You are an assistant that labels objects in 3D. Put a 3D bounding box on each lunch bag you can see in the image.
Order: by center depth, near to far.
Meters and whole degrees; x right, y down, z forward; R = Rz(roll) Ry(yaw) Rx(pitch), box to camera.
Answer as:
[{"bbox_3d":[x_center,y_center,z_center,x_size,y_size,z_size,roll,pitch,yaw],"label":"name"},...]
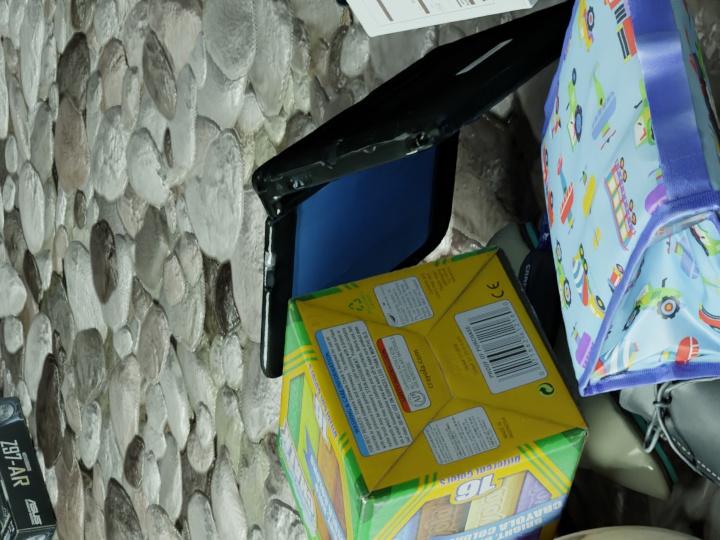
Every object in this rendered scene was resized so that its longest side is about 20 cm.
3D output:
[{"bbox_3d":[0.130,-0.054,0.855,0.200,0.093,0.152,72,-169,-63],"label":"lunch bag"}]

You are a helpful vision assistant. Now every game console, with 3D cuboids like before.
[{"bbox_3d":[0.040,-0.046,1.012,0.175,0.200,0.117,-15,106,40],"label":"game console"}]

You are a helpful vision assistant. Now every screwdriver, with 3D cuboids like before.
[{"bbox_3d":[0.109,-0.047,1.025,0.029,0.028,0.202,101,180,-81],"label":"screwdriver"}]

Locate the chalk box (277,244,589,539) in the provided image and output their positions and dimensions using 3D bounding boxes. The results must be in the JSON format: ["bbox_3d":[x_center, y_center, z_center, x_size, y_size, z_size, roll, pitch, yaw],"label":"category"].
[{"bbox_3d":[0.029,0.103,1.005,0.201,0.123,0.125,98,153,-53],"label":"chalk box"}]

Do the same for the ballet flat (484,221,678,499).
[{"bbox_3d":[0.108,0.059,1.043,0.201,0.069,0.070,65,144,41],"label":"ballet flat"}]

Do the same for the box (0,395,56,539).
[{"bbox_3d":[-0.378,0.254,1.949,0.161,0.043,0.201,65,144,32],"label":"box"}]

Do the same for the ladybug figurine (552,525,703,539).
[{"bbox_3d":[0.131,0.200,0.968,0.199,0.072,0.137,-20,82,26],"label":"ladybug figurine"}]

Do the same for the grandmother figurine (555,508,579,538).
[{"bbox_3d":[0.101,0.158,1.089,0.200,0.060,0.122,39,151,48],"label":"grandmother figurine"}]

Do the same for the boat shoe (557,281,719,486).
[{"bbox_3d":[0.165,0.058,0.954,0.200,0.062,0.075,56,137,39],"label":"boat shoe"}]

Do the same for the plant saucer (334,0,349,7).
[{"bbox_3d":[0.032,-0.237,1.036,0.027,0.200,0.201,33,133,6],"label":"plant saucer"}]

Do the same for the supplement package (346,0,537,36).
[{"bbox_3d":[0.055,-0.234,0.868,0.110,0.200,0.156,-2,130,50],"label":"supplement package"}]
